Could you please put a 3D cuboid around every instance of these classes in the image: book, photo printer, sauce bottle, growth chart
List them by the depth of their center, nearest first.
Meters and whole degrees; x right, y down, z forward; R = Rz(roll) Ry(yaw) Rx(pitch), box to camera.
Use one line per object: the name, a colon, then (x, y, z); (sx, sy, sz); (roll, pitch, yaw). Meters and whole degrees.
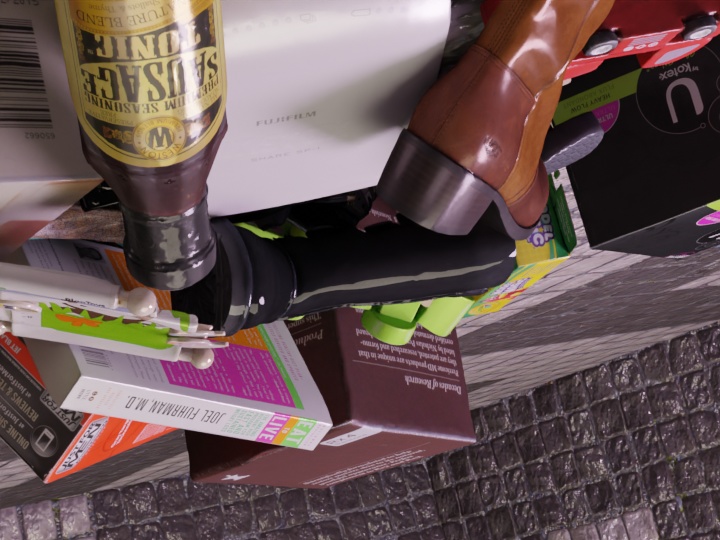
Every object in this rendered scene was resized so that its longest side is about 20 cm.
sauce bottle: (-0.083, -0.077, 0.548); (0.066, 0.066, 0.201); (-13, 134, -10)
photo printer: (-0.042, -0.099, 0.666); (0.166, 0.070, 0.200); (-11, 159, -9)
growth chart: (-0.139, 0.021, 0.675); (0.144, 0.018, 0.200); (9, 169, 2)
book: (-0.120, 0.045, 0.861); (0.200, 0.134, 0.048); (18, 117, -44)

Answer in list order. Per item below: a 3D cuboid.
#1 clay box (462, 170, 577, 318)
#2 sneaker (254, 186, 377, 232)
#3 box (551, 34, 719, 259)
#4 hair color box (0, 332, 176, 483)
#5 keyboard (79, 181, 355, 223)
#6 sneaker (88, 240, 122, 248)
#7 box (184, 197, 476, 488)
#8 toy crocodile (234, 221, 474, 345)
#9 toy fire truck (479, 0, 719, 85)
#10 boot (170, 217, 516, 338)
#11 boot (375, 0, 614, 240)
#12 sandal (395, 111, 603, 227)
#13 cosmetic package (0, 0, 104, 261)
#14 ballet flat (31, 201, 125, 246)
clay box: (0.104, -0.042, 1.069); (0.047, 0.115, 0.200); (-11, 167, -14)
sneaker: (-0.012, -0.061, 0.909); (0.199, 0.081, 0.074); (-5, 165, -43)
box: (0.247, -0.091, 0.998); (0.148, 0.125, 0.200); (-22, 168, 29)
hair color box: (-0.168, 0.062, 0.898); (0.061, 0.101, 0.200); (-52, 168, 18)
keyboard: (-0.067, -0.074, 0.791); (0.199, 0.021, 0.127); (-15, 132, -4)
sneaker: (-0.222, -0.005, 0.955); (0.075, 0.077, 0.200); (-35, 179, 29)
box: (-0.034, 0.053, 1.083); (0.165, 0.201, 0.164); (-22, 158, 33)
toy crocodile: (-0.010, 0.000, 0.952); (0.199, 0.062, 0.068); (15, 116, -20)
toy fire truck: (0.106, -0.128, 0.826); (0.199, 0.049, 0.141); (-12, 169, -18)
boot: (0.000, 0.000, 0.809); (0.199, 0.066, 0.165); (-2, -178, -17)
boot: (0.096, -0.117, 0.695); (0.200, 0.068, 0.188); (-59, 156, 14)
sandal: (0.077, -0.065, 0.898); (0.076, 0.043, 0.200); (-25, 180, -32)
cosmetic package: (-0.208, -0.052, 0.651); (0.087, 0.104, 0.200); (-4, 166, -41)
ballet flat: (-0.153, -0.051, 0.836); (0.200, 0.068, 0.067); (-4, 137, -50)
